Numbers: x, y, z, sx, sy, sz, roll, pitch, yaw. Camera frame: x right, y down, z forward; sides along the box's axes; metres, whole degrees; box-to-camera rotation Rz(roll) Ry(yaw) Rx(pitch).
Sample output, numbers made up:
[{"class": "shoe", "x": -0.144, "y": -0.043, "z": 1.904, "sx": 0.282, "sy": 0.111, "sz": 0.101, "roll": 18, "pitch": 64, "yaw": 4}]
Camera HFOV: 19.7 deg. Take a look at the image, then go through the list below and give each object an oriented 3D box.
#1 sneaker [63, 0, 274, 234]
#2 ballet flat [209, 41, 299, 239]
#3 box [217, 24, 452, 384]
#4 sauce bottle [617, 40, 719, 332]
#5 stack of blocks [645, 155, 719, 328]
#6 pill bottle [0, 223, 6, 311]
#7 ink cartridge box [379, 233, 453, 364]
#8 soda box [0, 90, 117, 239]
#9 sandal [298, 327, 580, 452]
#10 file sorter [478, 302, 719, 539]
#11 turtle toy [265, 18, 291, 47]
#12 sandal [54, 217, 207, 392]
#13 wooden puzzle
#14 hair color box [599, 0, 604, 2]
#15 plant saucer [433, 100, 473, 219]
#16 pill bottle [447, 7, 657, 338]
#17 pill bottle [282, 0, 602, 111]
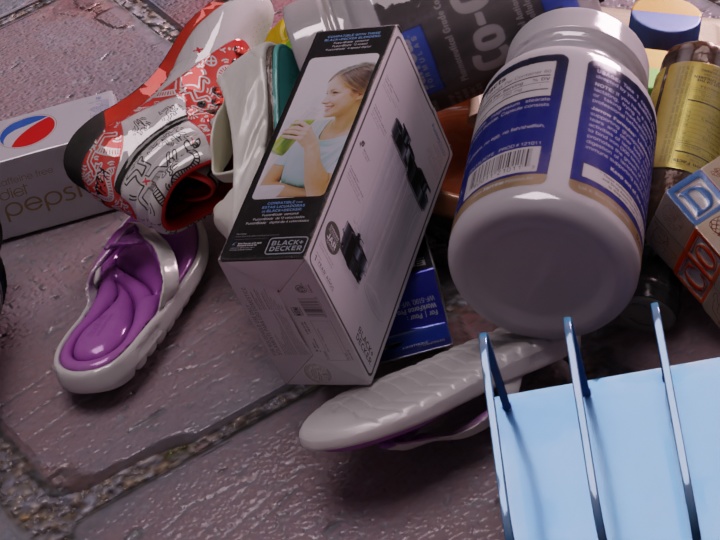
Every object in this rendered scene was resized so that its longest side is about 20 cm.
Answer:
[{"class": "sneaker", "x": -0.103, "y": -0.109, "z": 1.449, "sx": 0.108, "sy": 0.067, "sz": 0.201, "roll": 32, "pitch": 66, "yaw": 30}, {"class": "ballet flat", "x": -0.067, "y": -0.058, "z": 1.354, "sx": 0.069, "sy": 0.070, "sz": 0.201, "roll": -9, "pitch": 57, "yaw": 9}, {"class": "box", "x": -0.010, "y": -0.041, "z": 1.276, "sx": 0.060, "sy": 0.117, "sz": 0.201, "roll": -1, "pitch": 48, "yaw": 26}, {"class": "sauce bottle", "x": 0.203, "y": -0.053, "z": 1.334, "sx": 0.064, "sy": 0.065, "sz": 0.201, "roll": 4, "pitch": 57, "yaw": 26}, {"class": "stack of blocks", "x": 0.288, "y": -0.040, "z": 1.271, "sx": 0.199, "sy": 0.059, "sz": 0.115, "roll": -31, "pitch": 70, "yaw": -22}, {"class": "pill bottle", "x": -0.301, "y": 0.029, "z": 1.404, "sx": 0.111, "sy": 0.113, "sz": 0.201, "roll": -9, "pitch": 36, "yaw": 9}, {"class": "ink cartridge box", "x": 0.000, "y": 0.000, "z": 1.368, "sx": 0.099, "sy": 0.039, "sz": 0.200, "roll": -15, "pitch": 27, "yaw": 0}, {"class": "soda box", "x": -0.270, "y": -0.068, "z": 1.562, "sx": 0.198, "sy": 0.069, "sz": 0.064, "roll": -15, "pitch": 35, "yaw": 0}, {"class": "sandal", "x": 0.057, "y": 0.079, "z": 1.245, "sx": 0.201, "sy": 0.050, "sz": 0.082, "roll": -22, "pitch": 12, "yaw": -29}, {"class": "file sorter", "x": 0.167, "y": 0.092, "z": 1.085, "sx": 0.198, "sy": 0.123, "sz": 0.140, "roll": -11, "pitch": 60, "yaw": 8}, {"class": "turtle toy", "x": -0.022, "y": -0.134, "z": 1.523, "sx": 0.145, "sy": 0.101, "sz": 0.200, "roll": -28, "pitch": 21, "yaw": 42}, {"class": "sandal", "x": -0.156, "y": 0.005, "z": 1.420, "sx": 0.082, "sy": 0.050, "sz": 0.203, "roll": -5, "pitch": 36, "yaw": 15}, {"class": "wooden puzzle", "x": 0.174, "y": -0.153, "z": 1.480, "sx": 0.183, "sy": 0.047, "sz": 0.201, "roll": 6, "pitch": 33, "yaw": 3}, {"class": "hair color box", "x": 0.085, "y": -0.241, "z": 1.636, "sx": 0.198, "sy": 0.100, "sz": 0.061, "roll": -15, "pitch": 35, "yaw": 2}, {"class": "plant saucer", "x": 0.097, "y": -0.082, "z": 1.434, "sx": 0.198, "sy": 0.033, "sz": 0.201, "roll": 4, "pitch": 32, "yaw": -2}, {"class": "pill bottle", "x": 0.123, "y": -0.065, "z": 1.275, "sx": 0.115, "sy": 0.116, "sz": 0.201, "roll": -3, "pitch": 43, "yaw": 18}, {"class": "pill bottle", "x": 0.055, "y": -0.169, "z": 1.390, "sx": 0.199, "sy": 0.114, "sz": 0.114, "roll": -21, "pitch": 34, "yaw": 5}]
